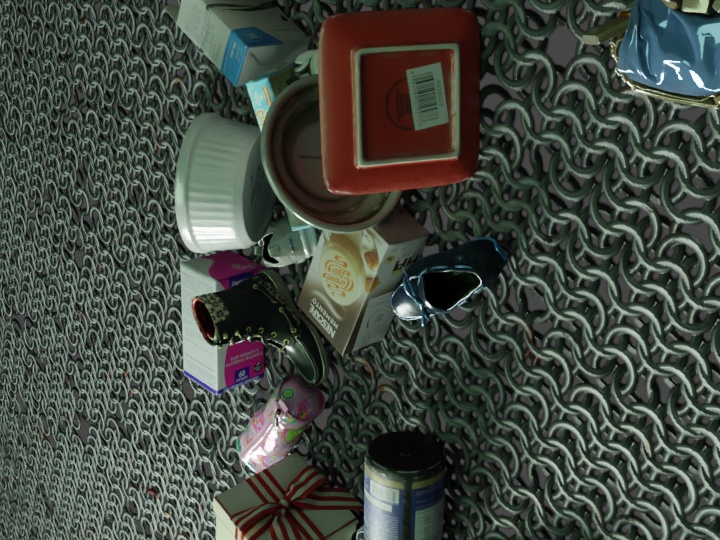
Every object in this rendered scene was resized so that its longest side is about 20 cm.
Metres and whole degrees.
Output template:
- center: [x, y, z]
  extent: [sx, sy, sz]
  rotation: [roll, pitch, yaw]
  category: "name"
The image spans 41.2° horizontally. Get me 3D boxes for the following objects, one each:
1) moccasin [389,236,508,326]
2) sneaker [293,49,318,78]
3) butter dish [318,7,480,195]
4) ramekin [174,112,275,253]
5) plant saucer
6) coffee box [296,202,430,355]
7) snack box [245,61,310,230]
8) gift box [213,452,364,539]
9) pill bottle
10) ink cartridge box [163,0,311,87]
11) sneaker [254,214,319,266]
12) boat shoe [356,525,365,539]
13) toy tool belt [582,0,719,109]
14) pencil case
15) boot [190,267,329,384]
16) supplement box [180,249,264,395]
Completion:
- center: [0.093, 0.016, 1.179]
  extent: [0.081, 0.068, 0.200]
  rotation: [47, 140, -4]
  category: "moccasin"
- center: [-0.027, -0.199, 1.261]
  extent: [0.080, 0.075, 0.202]
  rotation: [-12, 94, 41]
  category: "sneaker"
- center: [0.030, -0.203, 1.129]
  extent: [0.148, 0.197, 0.203]
  rotation: [-144, 50, -66]
  category: "butter dish"
- center: [-0.187, -0.123, 1.382]
  extent: [0.093, 0.203, 0.205]
  rotation: [6, 111, 12]
  category: "ramekin"
- center: [-0.037, -0.142, 1.195]
  extent: [0.050, 0.198, 0.202]
  rotation: [-21, 87, 61]
  category: "plant saucer"
- center: [0.000, 0.000, 1.286]
  extent: [0.114, 0.079, 0.201]
  rotation: [46, 133, 29]
  category: "coffee box"
- center: [-0.087, -0.167, 1.275]
  extent: [0.037, 0.116, 0.202]
  rotation: [-11, 107, 20]
  category: "snack box"
- center: [-0.106, 0.416, 1.485]
  extent: [0.199, 0.184, 0.188]
  rotation: [35, 136, 32]
  category: "gift box"
- center: [0.059, 0.333, 1.309]
  extent: [0.111, 0.111, 0.202]
  rotation: [21, 118, 43]
  category: "pill bottle"
- center: [-0.176, -0.347, 1.341]
  extent: [0.200, 0.115, 0.068]
  rotation: [47, 134, 27]
  category: "ink cartridge box"
- center: [-0.118, -0.042, 1.376]
  extent: [0.200, 0.081, 0.076]
  rotation: [165, 89, -75]
  category: "sneaker"
- center: [0.043, 0.470, 1.409]
  extent: [0.201, 0.067, 0.072]
  rotation: [58, 138, 18]
  category: "boat shoe"
- center: [0.304, -0.200, 0.830]
  extent: [0.199, 0.122, 0.126]
  rotation: [18, 116, 44]
  category: "toy tool belt"
- center: [-0.131, 0.245, 1.521]
  extent: [0.088, 0.087, 0.200]
  rotation: [57, 139, 18]
  category: "pencil case"
- center: [-0.151, 0.100, 1.438]
  extent: [0.205, 0.153, 0.074]
  rotation: [58, 138, 18]
  category: "boot"
- center: [-0.224, 0.082, 1.558]
  extent: [0.103, 0.101, 0.202]
  rotation: [22, 119, 43]
  category: "supplement box"
